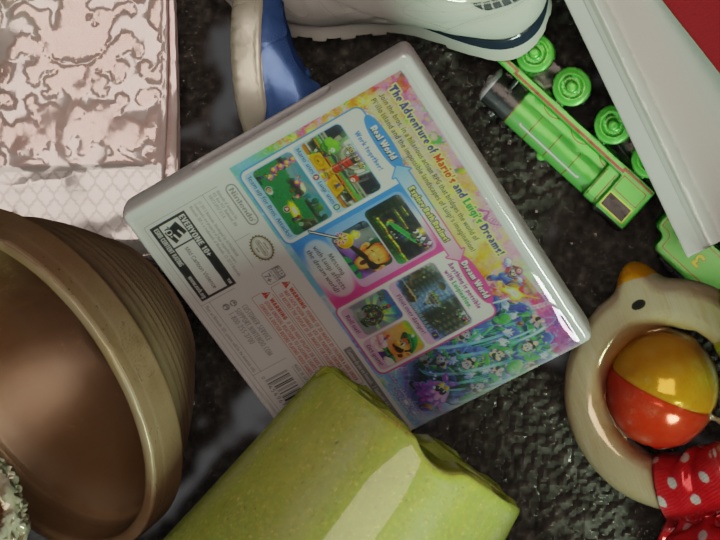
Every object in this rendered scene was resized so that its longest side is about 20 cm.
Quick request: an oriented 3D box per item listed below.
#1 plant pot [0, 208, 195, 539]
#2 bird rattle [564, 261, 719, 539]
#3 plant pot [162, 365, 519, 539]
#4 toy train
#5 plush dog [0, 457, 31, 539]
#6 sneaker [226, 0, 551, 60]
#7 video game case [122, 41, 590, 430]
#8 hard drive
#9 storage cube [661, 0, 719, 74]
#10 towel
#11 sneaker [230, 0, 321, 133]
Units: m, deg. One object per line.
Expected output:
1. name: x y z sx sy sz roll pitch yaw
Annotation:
1. plant pot: -0.157 0.045 1.047 0.201 0.201 0.093 50 50 3
2. bird rattle: 0.191 0.082 1.069 0.162 0.112 0.201 29 117 24
3. plant pot: -0.019 0.160 1.003 0.200 0.200 0.185 35 90 3
4. toy train: 0.148 -0.059 1.098 0.200 0.042 0.056 42 99 3
5. plush dog: -0.268 0.150 1.056 0.200 0.160 0.172 -47 68 4
6. sneaker: 0.009 -0.173 1.071 0.198 0.081 0.077 6 77 13
7. video game case: 0.000 0.000 1.037 0.181 0.024 0.201 -28 114 16
8. hard drive: 0.184 -0.120 1.069 0.131 0.026 0.201 -22 85 -41
9. storage cube: 0.276 -0.189 1.004 0.171 0.180 0.201 -37 87 -31
10. towel: -0.204 -0.092 1.108 0.198 0.032 0.193 -2 87 0
11. sneaker: -0.006 -0.070 1.072 0.110 0.077 0.202 -10 97 5
